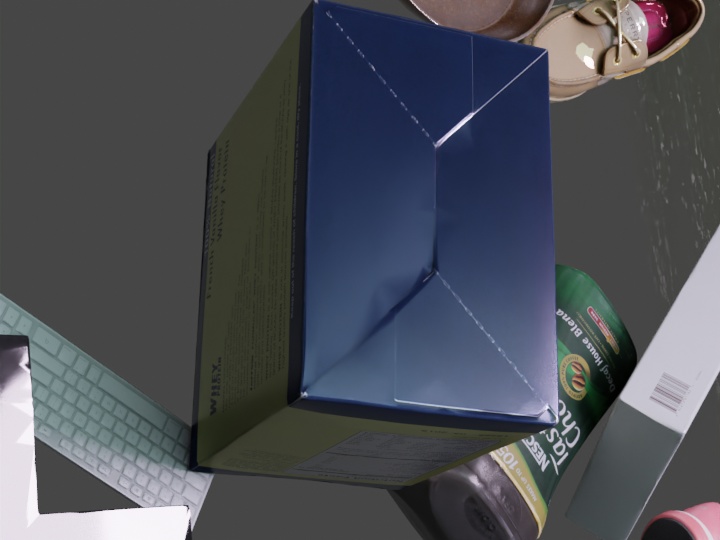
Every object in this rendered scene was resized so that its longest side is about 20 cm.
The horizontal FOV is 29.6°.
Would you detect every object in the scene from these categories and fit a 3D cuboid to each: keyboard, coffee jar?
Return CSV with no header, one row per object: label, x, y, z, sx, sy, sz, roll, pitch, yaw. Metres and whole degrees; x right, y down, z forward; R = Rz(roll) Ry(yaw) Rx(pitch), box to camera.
keyboard,-0.158,0.069,0.732,0.199,0.011,0.057,39,57,-24
coffee jar,0.098,0.095,0.879,0.105,0.085,0.201,53,52,-20

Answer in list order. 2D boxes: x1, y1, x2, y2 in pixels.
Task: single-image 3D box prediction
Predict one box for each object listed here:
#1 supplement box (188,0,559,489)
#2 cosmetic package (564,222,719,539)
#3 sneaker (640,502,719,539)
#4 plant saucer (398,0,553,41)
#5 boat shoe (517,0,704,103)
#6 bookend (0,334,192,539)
supplement box,0.000,0.000,0.732,0.132,0.200,0.203,9,70,-20
cosmetic package,0.219,0.073,0.944,0.051,0.152,0.200,27,52,16
sneaker,0.273,0.263,0.984,0.086,0.073,0.203,-14,87,-41
plant saucer,0.065,-0.254,0.981,0.198,0.034,0.204,11,71,-35
boat shoe,0.191,-0.182,1.039,0.199,0.069,0.075,-27,95,-40
bookend,-0.173,0.120,0.652,0.197,0.092,0.203,3,75,-38
